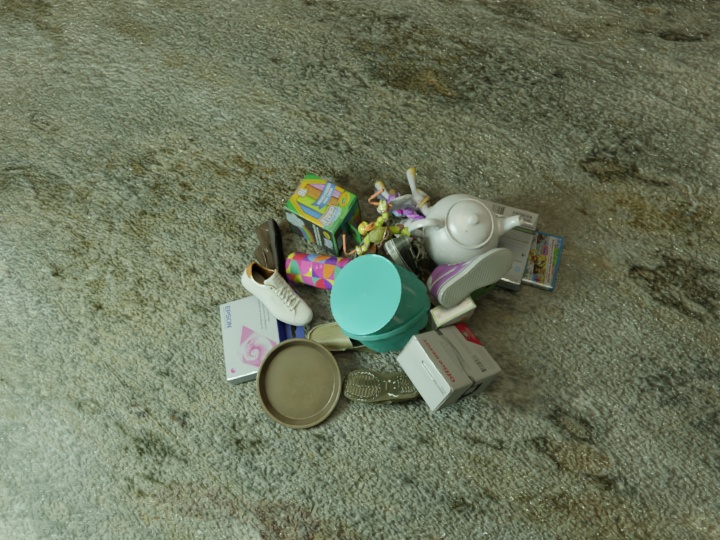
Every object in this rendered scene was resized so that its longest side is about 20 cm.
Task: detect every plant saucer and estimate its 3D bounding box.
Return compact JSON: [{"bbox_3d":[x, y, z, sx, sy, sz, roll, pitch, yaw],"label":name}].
[{"bbox_3d":[-0.140,0.256,1.581,0.195,0.029,0.205,0,87,-2],"label":"plant saucer"}]

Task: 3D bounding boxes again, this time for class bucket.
[{"bbox_3d":[0.039,0.071,1.523,0.203,0.134,0.212,-10,68,27],"label":"bucket"}]

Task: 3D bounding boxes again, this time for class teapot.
[{"bbox_3d":[0.238,-0.097,1.608,0.197,0.146,0.200,42,75,5],"label":"teapot"}]

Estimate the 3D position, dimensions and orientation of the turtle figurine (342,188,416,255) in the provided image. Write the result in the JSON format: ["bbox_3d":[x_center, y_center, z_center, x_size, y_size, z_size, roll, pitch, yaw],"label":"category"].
[{"bbox_3d":[0.057,-0.096,1.622,0.158,0.202,0.065,6,39,-32],"label":"turtle figurine"}]

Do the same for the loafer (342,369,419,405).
[{"bbox_3d":[0.053,0.270,1.570,0.196,0.067,0.078,-1,66,24],"label":"loafer"}]

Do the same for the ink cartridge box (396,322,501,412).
[{"bbox_3d":[0.195,0.208,1.521,0.198,0.084,0.146,-8,53,-47],"label":"ink cartridge box"}]

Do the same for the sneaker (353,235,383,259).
[{"bbox_3d":[0.000,0.000,1.704,0.076,0.083,0.204,13,66,10],"label":"sneaker"}]

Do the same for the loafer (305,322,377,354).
[{"bbox_3d":[-0.035,0.154,1.638,0.195,0.068,0.078,-2,63,4],"label":"loafer"}]

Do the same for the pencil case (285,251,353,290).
[{"bbox_3d":[-0.091,0.005,1.675,0.197,0.089,0.090,7,61,37],"label":"pencil case"}]

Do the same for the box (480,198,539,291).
[{"bbox_3d":[0.341,-0.065,1.707,0.153,0.041,0.203,15,65,13],"label":"box"}]

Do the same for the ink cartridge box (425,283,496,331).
[{"bbox_3d":[0.246,0.084,1.601,0.197,0.146,0.049,-25,73,-8],"label":"ink cartridge box"}]

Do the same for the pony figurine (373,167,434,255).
[{"bbox_3d":[0.114,-0.159,1.749,0.190,0.169,0.201,-22,48,-15],"label":"pony figurine"}]

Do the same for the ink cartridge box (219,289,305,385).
[{"bbox_3d":[-0.234,0.151,1.661,0.196,0.043,0.200,-17,62,7],"label":"ink cartridge box"}]

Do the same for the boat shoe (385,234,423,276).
[{"bbox_3d":[0.118,-0.030,1.640,0.063,0.200,0.072,-29,68,9],"label":"boat shoe"}]

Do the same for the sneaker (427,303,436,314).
[{"bbox_3d":[0.093,0.077,1.662,0.197,0.066,0.080,26,97,-5],"label":"sneaker"}]

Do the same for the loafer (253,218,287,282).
[{"bbox_3d":[-0.231,-0.033,1.756,0.069,0.073,0.204,-16,58,9],"label":"loafer"}]

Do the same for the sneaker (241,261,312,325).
[{"bbox_3d":[-0.194,0.055,1.638,0.198,0.085,0.073,34,53,-1],"label":"sneaker"}]

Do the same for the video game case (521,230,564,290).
[{"bbox_3d":[0.394,-0.041,1.723,0.196,0.018,0.146,15,66,13],"label":"video game case"}]

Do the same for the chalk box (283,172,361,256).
[{"bbox_3d":[-0.075,-0.133,1.755,0.197,0.125,0.125,27,69,16],"label":"chalk box"}]

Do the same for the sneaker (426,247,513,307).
[{"bbox_3d":[0.236,-0.005,1.548,0.197,0.074,0.114,-28,27,-8],"label":"sneaker"}]
